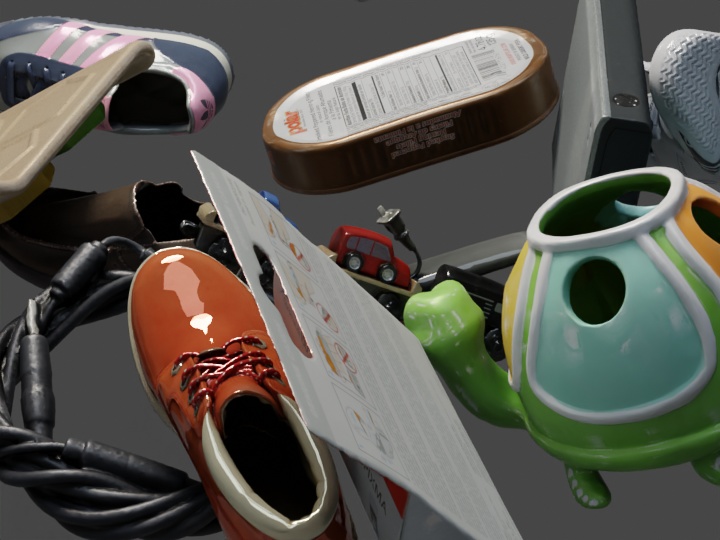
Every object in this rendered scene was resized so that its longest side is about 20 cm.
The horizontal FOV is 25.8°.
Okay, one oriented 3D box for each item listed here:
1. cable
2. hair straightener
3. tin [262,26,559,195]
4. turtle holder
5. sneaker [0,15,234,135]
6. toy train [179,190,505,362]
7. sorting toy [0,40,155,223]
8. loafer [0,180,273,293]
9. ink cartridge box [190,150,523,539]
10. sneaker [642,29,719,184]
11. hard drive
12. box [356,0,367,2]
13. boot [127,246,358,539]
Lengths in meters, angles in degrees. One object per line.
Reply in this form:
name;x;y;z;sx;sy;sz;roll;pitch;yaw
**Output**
cable;-0.109;0.062;0.797;0.199;0.051;0.163;34;55;29
hair straightener;0.009;0.000;0.882;0.197;0.078;0.041;-8;17;-5
tin;0.031;-0.108;1.030;0.198;0.042;0.112;-18;27;1
turtle holder;0.127;0.023;0.783;0.141;0.133;0.185;-38;27;-29
sneaker;-0.190;-0.128;1.078;0.197;0.071;0.082;1;31;6
toy train;0.000;0.000;0.839;0.198;0.046;0.034;19;7;-17
sorting toy;-0.227;-0.058;0.952;0.184;0.037;0.200;-21;21;32
loafer;-0.129;-0.027;0.928;0.197;0.072;0.073;9;36;15
ink cartridge box;-0.008;0.058;0.680;0.047;0.200;0.161;-36;49;12
sneaker;0.195;-0.095;0.957;0.114;0.076;0.199;16;-4;38
hard drive;0.139;-0.076;0.927;0.032;0.141;0.201;7;34;1
box;0.003;-0.340;1.322;0.199;0.132;0.198;-28;42;-34
boot;-0.056;0.054;0.716;0.074;0.108;0.201;-25;61;-10
